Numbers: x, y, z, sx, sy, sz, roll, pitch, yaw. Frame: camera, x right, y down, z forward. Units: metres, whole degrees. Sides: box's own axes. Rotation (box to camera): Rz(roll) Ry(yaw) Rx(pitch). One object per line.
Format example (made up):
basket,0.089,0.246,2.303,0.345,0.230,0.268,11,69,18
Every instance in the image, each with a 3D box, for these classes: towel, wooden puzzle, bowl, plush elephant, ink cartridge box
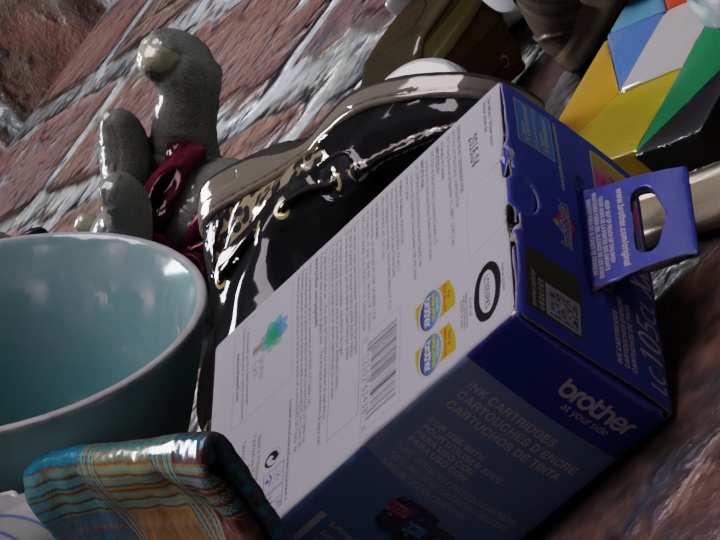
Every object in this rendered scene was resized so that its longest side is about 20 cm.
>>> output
towel,-0.047,0.119,0.901,0.022,0.147,0.200,-36,8,-21
wooden puzzle,0.129,-0.081,1.052,0.186,0.037,0.200,-59,14,-25
bowl,-0.158,0.071,1.217,0.199,0.106,0.201,-8,26,4
plush elephant,-0.109,-0.010,1.399,0.154,0.164,0.201,-20,-41,-52
ink cartridge box,0.034,0.030,0.952,0.200,0.076,0.137,-44,27,29

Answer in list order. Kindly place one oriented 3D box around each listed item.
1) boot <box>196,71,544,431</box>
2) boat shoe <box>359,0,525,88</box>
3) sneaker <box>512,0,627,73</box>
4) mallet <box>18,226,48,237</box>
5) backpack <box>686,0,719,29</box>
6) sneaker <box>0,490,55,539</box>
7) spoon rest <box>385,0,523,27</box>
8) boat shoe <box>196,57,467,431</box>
boot,-0.002,0.012,1.106,0.199,0.073,0.152,-20,57,44
boat shoe,0.019,-0.056,1.299,0.072,0.068,0.201,-21,30,57
sneaker,0.090,-0.145,1.188,0.071,0.075,0.200,-54,-3,-7
mallet,-0.144,0.079,1.326,0.066,0.041,0.201,-43,58,41
backpack,0.162,-0.166,0.926,0.199,0.127,0.167,-13,32,41
sneaker,-0.176,0.108,1.074,0.199,0.087,0.075,-28,1,-31
spoon rest,0.067,-0.157,1.461,0.099,0.061,0.200,-45,1,23
boat shoe,0.000,0.000,1.218,0.072,0.068,0.201,26,86,42
